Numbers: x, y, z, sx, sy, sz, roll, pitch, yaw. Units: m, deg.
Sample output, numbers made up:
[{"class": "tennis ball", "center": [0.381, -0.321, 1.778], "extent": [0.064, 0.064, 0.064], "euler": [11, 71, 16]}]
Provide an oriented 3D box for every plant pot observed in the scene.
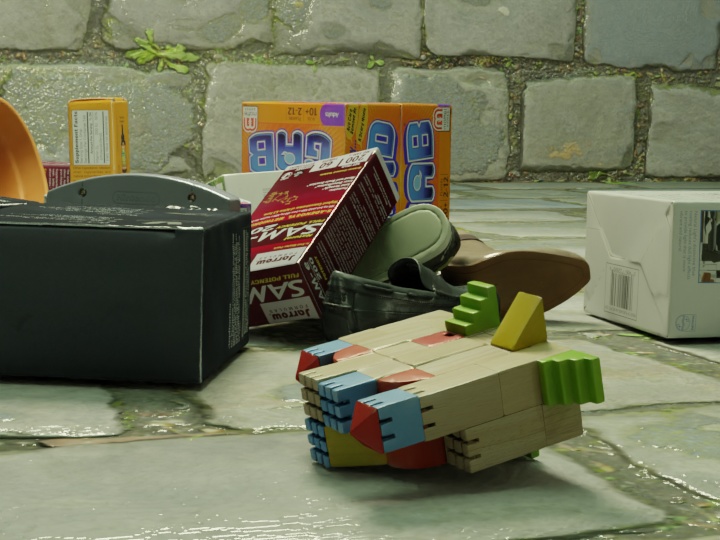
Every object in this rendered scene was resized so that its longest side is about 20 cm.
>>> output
[{"class": "plant pot", "center": [-0.510, -0.110, 1.947], "extent": [0.139, 0.202, 0.200], "euler": [-15, 4, 10]}]

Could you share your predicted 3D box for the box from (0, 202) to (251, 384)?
[{"class": "box", "center": [-0.197, 0.012, 1.168], "extent": [0.194, 0.119, 0.200], "euler": [2, 6, 6]}]

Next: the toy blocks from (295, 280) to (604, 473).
[{"class": "toy blocks", "center": [0.029, 0.073, 0.867], "extent": [0.135, 0.101, 0.200], "euler": [-14, 13, -24]}]

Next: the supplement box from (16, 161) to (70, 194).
[{"class": "supplement box", "center": [-0.429, -0.095, 2.081], "extent": [0.198, 0.112, 0.086], "euler": [3, 6, 10]}]

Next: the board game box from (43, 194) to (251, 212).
[{"class": "board game box", "center": [-0.220, -0.024, 1.535], "extent": [0.198, 0.104, 0.105], "euler": [-1, 7, -18]}]

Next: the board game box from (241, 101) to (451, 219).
[{"class": "board game box", "center": [-0.019, -0.119, 1.962], "extent": [0.199, 0.202, 0.199], "euler": [-5, 9, -45]}]

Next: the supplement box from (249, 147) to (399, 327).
[{"class": "supplement box", "center": [-0.051, -0.030, 1.365], "extent": [0.108, 0.061, 0.200], "euler": [-10, 30, 30]}]

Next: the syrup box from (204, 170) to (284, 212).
[{"class": "syrup box", "center": [-0.152, -0.056, 1.725], "extent": [0.081, 0.080, 0.200], "euler": [-6, -5, -25]}]

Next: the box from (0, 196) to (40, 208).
[{"class": "box", "center": [-0.425, -0.017, 1.440], "extent": [0.199, 0.106, 0.147], "euler": [-5, 9, -40]}]

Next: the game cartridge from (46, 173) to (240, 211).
[{"class": "game cartridge", "center": [-0.205, -0.024, 1.412], "extent": [0.198, 0.135, 0.040], "euler": [4, 7, 20]}]

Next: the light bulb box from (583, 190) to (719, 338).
[{"class": "light bulb box", "center": [0.340, -0.011, 1.419], "extent": [0.198, 0.126, 0.198], "euler": [0, 6, -14]}]

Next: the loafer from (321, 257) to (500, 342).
[{"class": "loafer", "center": [0.049, 0.024, 1.311], "extent": [0.199, 0.071, 0.068], "euler": [-5, 9, -42]}]

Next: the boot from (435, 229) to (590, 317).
[{"class": "boot", "center": [0.116, -0.004, 1.485], "extent": [0.198, 0.071, 0.146], "euler": [-9, 20, -2]}]

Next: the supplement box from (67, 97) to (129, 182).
[{"class": "supplement box", "center": [-0.337, -0.122, 1.938], "extent": [0.068, 0.202, 0.067], "euler": [2, 6, 7]}]

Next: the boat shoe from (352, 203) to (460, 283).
[{"class": "boat shoe", "center": [0.000, 0.000, 1.433], "extent": [0.199, 0.072, 0.061], "euler": [-20, -24, 15]}]
